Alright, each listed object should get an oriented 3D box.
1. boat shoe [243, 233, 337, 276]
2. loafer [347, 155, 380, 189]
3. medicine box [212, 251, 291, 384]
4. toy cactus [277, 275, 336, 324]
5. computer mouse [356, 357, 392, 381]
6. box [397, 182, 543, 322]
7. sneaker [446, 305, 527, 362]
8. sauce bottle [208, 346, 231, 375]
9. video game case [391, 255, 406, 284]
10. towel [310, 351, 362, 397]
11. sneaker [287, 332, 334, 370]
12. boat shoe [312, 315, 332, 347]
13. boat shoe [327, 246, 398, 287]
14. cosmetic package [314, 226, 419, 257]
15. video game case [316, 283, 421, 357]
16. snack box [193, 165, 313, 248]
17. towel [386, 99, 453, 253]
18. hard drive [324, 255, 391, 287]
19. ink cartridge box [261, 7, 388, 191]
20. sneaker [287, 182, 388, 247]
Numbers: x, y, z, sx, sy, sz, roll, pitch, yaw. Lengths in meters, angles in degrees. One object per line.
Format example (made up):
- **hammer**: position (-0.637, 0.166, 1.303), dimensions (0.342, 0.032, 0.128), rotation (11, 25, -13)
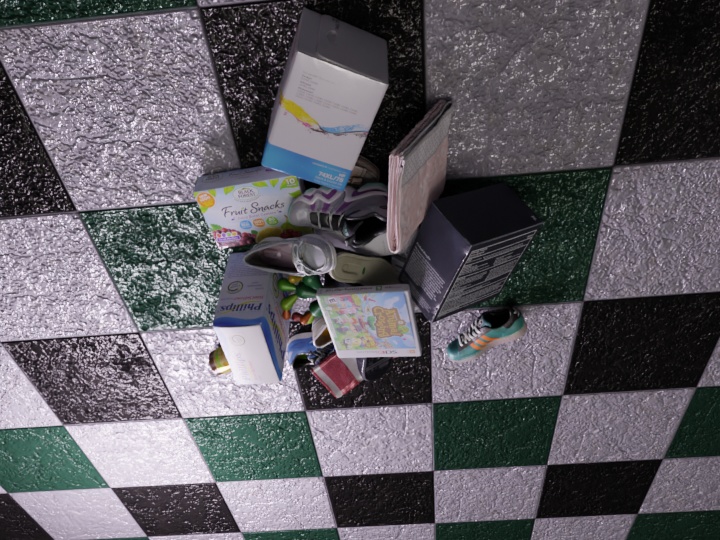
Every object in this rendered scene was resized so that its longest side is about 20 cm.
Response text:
- **boat shoe**: position (-0.127, -0.024, 1.129), dimensions (0.198, 0.064, 0.077), rotation (7, 115, 36)
- **loafer**: position (-0.055, -0.181, 1.108), dimensions (0.195, 0.064, 0.072), rotation (20, 130, -18)
- **medicine box**: position (-0.215, 0.096, 1.273), dimensions (0.100, 0.203, 0.185), rotation (-4, 134, 6)
- **toy cactus**: position (-0.091, 0.043, 1.259), dimensions (0.161, 0.103, 0.204), rotation (14, 129, 18)
- **computer mouse**: position (0.033, 0.160, 1.364), dimensions (0.136, 0.053, 0.204), rotation (-22, 138, -27)
- **box**: position (0.200, -0.037, 1.150), dimensions (0.196, 0.124, 0.201), rotation (-17, 145, -35)
- **sneaker**: position (0.275, 0.138, 1.411), dimensions (0.197, 0.072, 0.080), rotation (-28, 124, 18)
- **sauce bottle**: position (-0.266, 0.186, 1.455), dimensions (0.196, 0.066, 0.065), rotation (-25, 129, 20)
- **video game case**: position (0.009, 0.029, 1.338), dimensions (0.140, 0.018, 0.201), rotation (23, 129, -21)
- **towel**: position (-0.005, 0.210, 1.441), dimensions (0.198, 0.023, 0.145), rotation (-35, 138, 0)
- **sneaker**: position (-0.083, 0.178, 1.428), dimensions (0.197, 0.091, 0.079), rotation (-27, 129, 21)
- **boat shoe**: position (-0.030, 0.101, 1.298), dimensions (0.198, 0.071, 0.071), rotation (-33, 126, 28)
- **boat shoe**: position (0.000, 0.000, 1.201), dimensions (0.197, 0.067, 0.074), rotation (21, 90, -44)
- **cosmetic package**: position (0.016, -0.082, 1.190), dimensions (0.194, 0.076, 0.103), rotation (-5, 141, 7)
- **video game case**: position (0.021, 0.104, 1.214), dimensions (0.176, 0.022, 0.203), rotation (-3, 136, 13)
- **snack box**: position (-0.197, -0.122, 1.171), dimensions (0.194, 0.054, 0.144), rotation (-8, 133, 7)
- **towel**: position (0.102, -0.160, 1.047), dimensions (0.032, 0.201, 0.194), rotation (21, 138, 21)
- **hard drive**: position (-0.009, 0.040, 1.313), dimensions (0.135, 0.033, 0.203), rotation (2, 133, -2)
- **ink cartridge box**: position (-0.057, -0.265, 0.972), dimensions (0.142, 0.149, 0.202), rotation (15, 133, -14)
- **sneaker**: position (-0.036, -0.085, 1.077), dimensions (0.194, 0.142, 0.079), rotation (-11, 129, 7)
